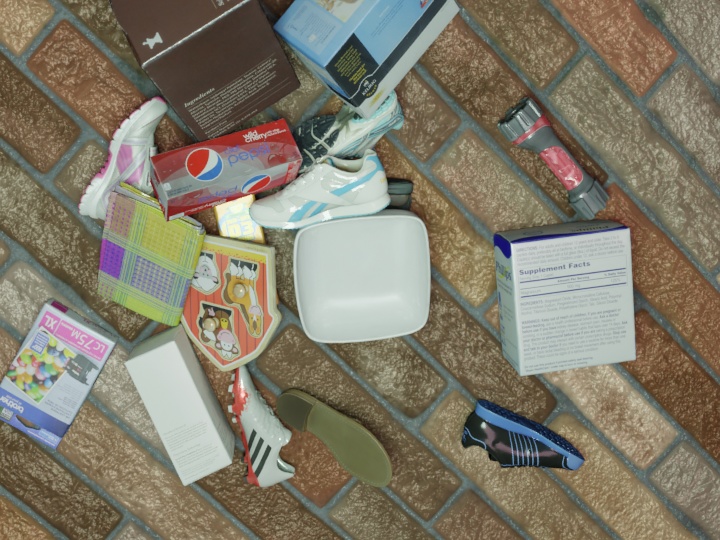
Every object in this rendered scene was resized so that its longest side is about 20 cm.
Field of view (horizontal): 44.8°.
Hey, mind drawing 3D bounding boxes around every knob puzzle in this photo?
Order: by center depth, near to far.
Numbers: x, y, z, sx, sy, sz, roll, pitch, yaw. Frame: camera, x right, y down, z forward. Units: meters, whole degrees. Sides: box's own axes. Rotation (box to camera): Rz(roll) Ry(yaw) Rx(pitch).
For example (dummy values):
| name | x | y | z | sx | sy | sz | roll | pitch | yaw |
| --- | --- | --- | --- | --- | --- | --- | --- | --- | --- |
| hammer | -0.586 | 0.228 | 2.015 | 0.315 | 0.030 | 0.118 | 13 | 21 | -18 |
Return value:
| name | x | y | z | sx | sy | sz | roll | pitch | yaw |
| --- | --- | --- | --- | --- | --- | --- | --- | --- | --- |
| knob puzzle | -0.201 | 0.053 | 1.251 | 0.215 | 0.030 | 0.225 | 9 | 110 | 27 |

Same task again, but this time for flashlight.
| name | x | y | z | sx | sy | sz | roll | pitch | yaw |
| --- | --- | --- | --- | --- | --- | --- | --- | --- | --- |
| flashlight | 0.288 | -0.161 | 1.293 | 0.068 | 0.068 | 0.200 | -41 | 101 | 2 |

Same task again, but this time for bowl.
| name | x | y | z | sx | sy | sz | roll | pitch | yaw |
| --- | --- | --- | --- | --- | --- | --- | --- | --- | --- |
| bowl | 0.000 | 0.000 | 1.272 | 0.195 | 0.075 | 0.204 | -6 | 118 | -4 |

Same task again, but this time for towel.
| name | x | y | z | sx | sy | sz | roll | pitch | yaw |
| --- | --- | --- | --- | --- | --- | --- | --- | --- | --- |
| towel | -0.298 | -0.017 | 1.233 | 0.141 | 0.023 | 0.202 | 24 | 127 | 1 |

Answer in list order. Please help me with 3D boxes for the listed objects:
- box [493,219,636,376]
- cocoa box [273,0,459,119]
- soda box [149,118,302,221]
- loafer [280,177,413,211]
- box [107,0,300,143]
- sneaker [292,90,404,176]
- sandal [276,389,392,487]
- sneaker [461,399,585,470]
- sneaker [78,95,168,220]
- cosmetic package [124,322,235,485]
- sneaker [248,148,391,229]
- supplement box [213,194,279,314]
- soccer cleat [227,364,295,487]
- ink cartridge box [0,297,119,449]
| name | x | y | z | sx | sy | sz | roll | pitch | yaw |
| --- | --- | --- | --- | --- | --- | --- | --- | --- | --- |
| box | 0.305 | 0.037 | 1.311 | 0.179 | 0.105 | 0.205 | -7 | 102 | -4 |
| cocoa box | 0.008 | -0.338 | 1.171 | 0.201 | 0.133 | 0.131 | -49 | 143 | 2 |
| soda box | -0.182 | -0.137 | 1.181 | 0.197 | 0.064 | 0.071 | -20 | 71 | -22 |
| loafer | -0.019 | -0.101 | 1.275 | 0.195 | 0.072 | 0.064 | -1 | 106 | -7 |
| box | -0.201 | -0.304 | 1.124 | 0.162 | 0.200 | 0.168 | -30 | 66 | 1 |
| sneaker | -0.021 | -0.184 | 1.254 | 0.198 | 0.079 | 0.086 | -31 | 141 | 15 |
| sandal | -0.027 | 0.241 | 1.339 | 0.209 | 0.069 | 0.079 | 32 | 113 | 12 |
| sneaker | 0.252 | 0.278 | 1.372 | 0.197 | 0.070 | 0.079 | 26 | 102 | -4 |
| sneaker | -0.316 | -0.149 | 1.235 | 0.087 | 0.082 | 0.202 | 29 | 104 | -11 |
| cosmetic package | -0.260 | 0.193 | 1.284 | 0.083 | 0.108 | 0.203 | -24 | 100 | 0 |
| sneaker | -0.060 | -0.111 | 1.195 | 0.195 | 0.077 | 0.082 | -12 | 112 | 4 |
| supplement box | -0.171 | -0.045 | 1.270 | 0.065 | 0.069 | 0.205 | -14 | 99 | -5 |
| soccer cleat | -0.148 | 0.233 | 1.321 | 0.083 | 0.069 | 0.205 | -8 | 105 | 1 |
| ink cartridge box | -0.458 | 0.159 | 1.293 | 0.118 | 0.042 | 0.202 | 30 | 98 | -10 |
